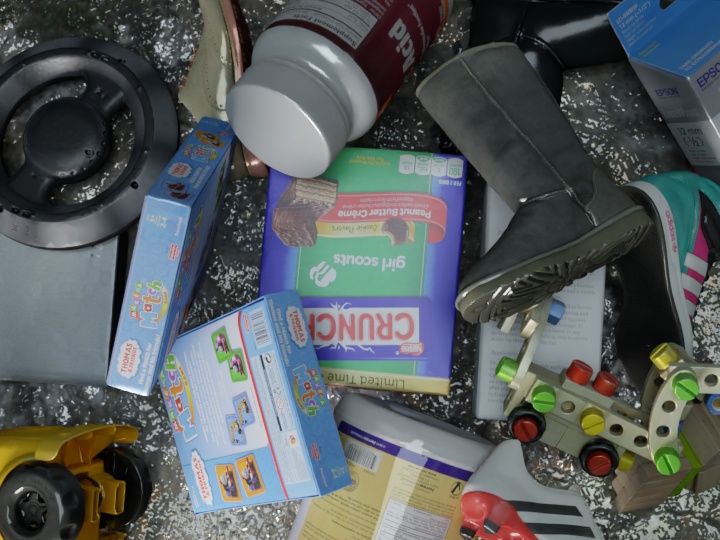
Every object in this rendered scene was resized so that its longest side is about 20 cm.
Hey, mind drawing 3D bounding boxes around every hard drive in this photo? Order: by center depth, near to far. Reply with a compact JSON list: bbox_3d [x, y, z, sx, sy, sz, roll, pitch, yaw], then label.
[{"bbox_3d":[-0.313,0.027,0.929,0.199,0.033,0.140,3,86,4],"label":"hard drive"}]

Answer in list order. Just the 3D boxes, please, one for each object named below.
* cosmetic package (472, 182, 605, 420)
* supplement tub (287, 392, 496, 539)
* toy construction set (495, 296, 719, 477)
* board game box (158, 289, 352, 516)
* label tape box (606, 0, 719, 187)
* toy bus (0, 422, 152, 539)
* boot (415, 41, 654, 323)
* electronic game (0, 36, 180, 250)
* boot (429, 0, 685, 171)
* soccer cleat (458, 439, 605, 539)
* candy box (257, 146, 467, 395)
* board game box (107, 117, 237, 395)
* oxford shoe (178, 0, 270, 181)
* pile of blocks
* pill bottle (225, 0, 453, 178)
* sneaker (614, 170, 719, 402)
[{"bbox_3d":[0.149,0.026,0.879,0.101,0.071,0.201,4,87,3],"label":"cosmetic package"},{"bbox_3d":[0.018,0.213,0.837,0.145,0.145,0.201,20,88,5],"label":"supplement tub"},{"bbox_3d":[0.181,0.080,0.792,0.200,0.092,0.132,31,112,11],"label":"toy construction set"},{"bbox_3d":[-0.095,0.112,0.839,0.036,0.200,0.152,-12,83,-39],"label":"board game box"},{"bbox_3d":[0.311,-0.166,0.843,0.143,0.066,0.200,-39,108,-11],"label":"label tape box"},{"bbox_3d":[-0.290,0.225,0.872,0.191,0.136,0.201,2,88,17],"label":"toy bus"},{"bbox_3d":[0.101,-0.074,0.788,0.181,0.073,0.200,-24,69,-25],"label":"boot"},{"bbox_3d":[-0.259,-0.115,0.926,0.199,0.042,0.201,-1,74,3],"label":"electronic game"},{"bbox_3d":[0.164,-0.160,0.892,0.197,0.073,0.163,12,84,12],"label":"boot"},{"bbox_3d":[0.159,0.209,0.786,0.200,0.069,0.085,40,58,-12],"label":"soccer cleat"},{"bbox_3d":[0.000,0.000,0.888,0.168,0.077,0.201,4,87,4],"label":"candy box"},{"bbox_3d":[-0.141,-0.019,0.811,0.036,0.200,0.152,15,113,-4],"label":"board game box"},{"bbox_3d":[-0.130,-0.176,0.915,0.073,0.071,0.201,-11,85,5],"label":"oxford shoe"},{"bbox_3d":[0.294,0.135,0.873,0.199,0.082,0.062,-20,54,-5],"label":"pile of blocks"},{"bbox_3d":[-0.016,-0.178,0.849,0.114,0.114,0.200,31,62,5],"label":"pill bottle"},{"bbox_3d":[0.270,0.004,0.872,0.120,0.083,0.201,-26,118,-30],"label":"sneaker"}]
